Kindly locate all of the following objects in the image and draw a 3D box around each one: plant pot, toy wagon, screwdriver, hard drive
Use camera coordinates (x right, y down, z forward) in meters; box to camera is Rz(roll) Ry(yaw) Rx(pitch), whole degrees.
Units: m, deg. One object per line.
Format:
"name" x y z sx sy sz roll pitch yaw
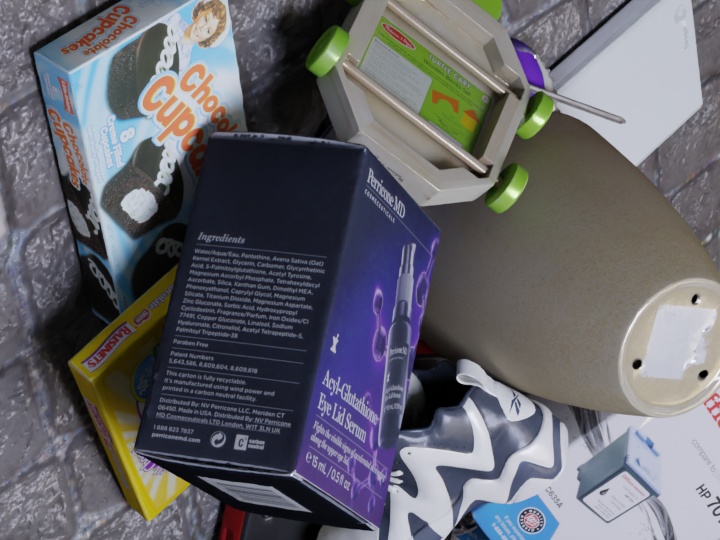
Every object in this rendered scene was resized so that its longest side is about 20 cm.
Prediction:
"plant pot" 0.150 0.014 1.427 0.187 0.200 0.188 -11 115 -24
"toy wagon" 0.051 -0.130 1.386 0.155 0.040 0.200 37 48 -15
"screwdriver" 0.094 -0.129 1.464 0.200 0.029 0.028 14 115 -31
"hard drive" 0.177 -0.114 1.634 0.200 0.026 0.132 -41 141 -22

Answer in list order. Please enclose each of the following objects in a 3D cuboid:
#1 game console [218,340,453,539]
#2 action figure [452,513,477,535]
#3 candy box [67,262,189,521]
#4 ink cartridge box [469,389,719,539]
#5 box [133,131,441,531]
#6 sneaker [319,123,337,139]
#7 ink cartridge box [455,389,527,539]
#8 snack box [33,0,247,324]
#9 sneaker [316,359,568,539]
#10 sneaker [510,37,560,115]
"game console" -0.005 0.140 1.542 0.176 0.031 0.201 1 114 -28
"action figure" 0.041 0.159 1.634 0.130 0.069 0.200 -3 120 -55
"candy box" -0.121 0.077 1.381 0.102 0.026 0.200 -41 154 -17
"ink cartridge box" 0.182 0.139 1.544 0.200 0.086 0.147 -35 119 6
"box" -0.038 0.037 1.299 0.148 0.104 0.201 41 58 -63
"sneaker" 0.000 0.001 1.429 0.200 0.115 0.081 -60 145 1
"ink cartridge box" 0.167 0.120 1.688 0.147 0.145 0.201 -14 124 -43
"snack box" -0.120 -0.070 1.301 0.116 0.037 0.200 -36 139 -29
"sneaker" 0.025 0.122 1.460 0.130 0.199 0.080 45 35 -29
"sneaker" 0.068 -0.061 1.506 0.099 0.070 0.201 -3 115 -43
